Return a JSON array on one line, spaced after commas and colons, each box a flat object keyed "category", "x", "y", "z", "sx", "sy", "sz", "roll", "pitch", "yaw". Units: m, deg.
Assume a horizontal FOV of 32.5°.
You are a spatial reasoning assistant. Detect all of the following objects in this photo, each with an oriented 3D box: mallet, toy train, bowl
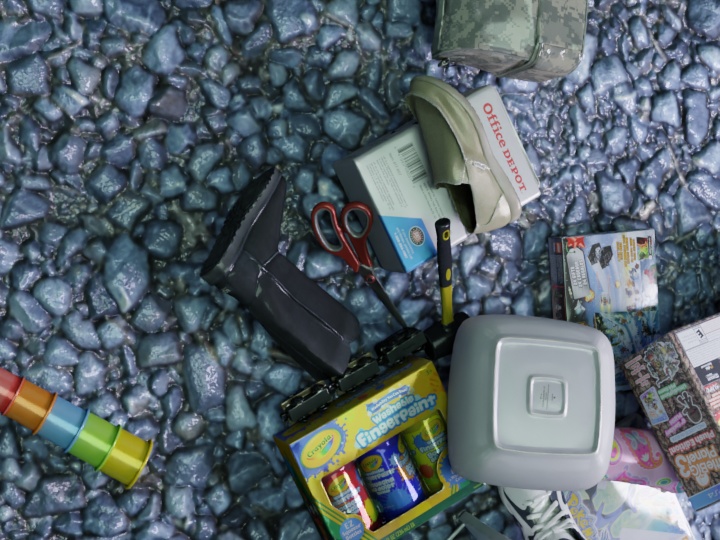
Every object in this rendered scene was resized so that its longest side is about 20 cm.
[{"category": "mallet", "x": 0.108, "y": 0.018, "z": 1.440, "sx": 0.065, "sy": 0.041, "sz": 0.202, "roll": -19, "pitch": 133, "yaw": -25}, {"category": "toy train", "x": -0.012, "y": 0.121, "z": 1.448, "sx": 0.199, "sy": 0.046, "sz": 0.034, "roll": -30, "pitch": 109, "yaw": -17}, {"category": "bowl", "x": 0.204, "y": 0.147, "z": 1.420, "sx": 0.197, "sy": 0.075, "sz": 0.203, "roll": 6, "pitch": 76, "yaw": -9}]

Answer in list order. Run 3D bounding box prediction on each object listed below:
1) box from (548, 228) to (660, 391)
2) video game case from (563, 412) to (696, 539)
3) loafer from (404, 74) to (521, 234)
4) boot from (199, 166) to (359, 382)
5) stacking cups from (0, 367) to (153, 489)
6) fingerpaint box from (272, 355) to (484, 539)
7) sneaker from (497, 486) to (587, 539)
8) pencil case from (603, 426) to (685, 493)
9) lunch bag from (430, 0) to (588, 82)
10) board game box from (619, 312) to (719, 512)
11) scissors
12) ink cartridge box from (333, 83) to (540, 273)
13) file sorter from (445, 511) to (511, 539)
[{"category": "box", "x": 0.310, "y": 0.052, "z": 1.561, "sx": 0.135, "sy": 0.040, "sz": 0.203, "roll": -5, "pitch": 93, "yaw": -20}, {"category": "video game case", "x": 0.324, "y": 0.315, "z": 1.584, "sx": 0.181, "sy": 0.022, "sz": 0.202, "roll": -29, "pitch": 101, "yaw": -16}, {"category": "loafer", "x": 0.107, "y": -0.125, "z": 1.376, "sx": 0.068, "sy": 0.076, "sz": 0.201, "roll": -39, "pitch": 103, "yaw": -20}, {"category": "boot", "x": -0.071, "y": 0.005, "z": 1.409, "sx": 0.200, "sy": 0.065, "sz": 0.166, "roll": 40, "pitch": 60, "yaw": -22}, {"category": "stacking cups", "x": -0.325, "y": 0.168, "z": 1.334, "sx": 0.199, "sy": 0.060, "sz": 0.061, "roll": 29, "pitch": 82, "yaw": -16}, {"category": "fingerpaint box", "x": 0.024, "y": 0.222, "z": 1.448, "sx": 0.199, "sy": 0.073, "sz": 0.168, "roll": -27, "pitch": 101, "yaw": -17}, {"category": "sneaker", "x": 0.231, "y": 0.309, "z": 1.473, "sx": 0.079, "sy": 0.129, "sz": 0.202, "roll": -15, "pitch": 98, "yaw": -13}, {"category": "pencil case", "x": 0.332, "y": 0.231, "z": 1.525, "sx": 0.198, "sy": 0.087, "sz": 0.089, "roll": 10, "pitch": 89, "yaw": -24}, {"category": "lunch bag", "x": 0.167, "y": -0.330, "z": 1.445, "sx": 0.166, "sy": 0.139, "sz": 0.203, "roll": 5, "pitch": 89, "yaw": -20}, {"category": "board game box", "x": 0.439, "y": 0.164, "z": 1.503, "sx": 0.158, "sy": 0.097, "sz": 0.202, "roll": -14, "pitch": 72, "yaw": -36}, {"category": "scissors", "x": 0.000, "y": 0.000, "z": 1.449, "sx": 0.072, "sy": 0.014, "sz": 0.202, "roll": -12, "pitch": 124, "yaw": 13}, {"category": "ink cartridge box", "x": 0.091, "y": -0.108, "z": 1.455, "sx": 0.199, "sy": 0.084, "sz": 0.147, "roll": -29, "pitch": 100, "yaw": -17}, {"category": "file sorter", "x": 0.170, "y": 0.416, "z": 1.474, "sx": 0.124, "sy": 0.139, "sz": 0.200, "roll": -44, "pitch": 104, "yaw": -10}]
